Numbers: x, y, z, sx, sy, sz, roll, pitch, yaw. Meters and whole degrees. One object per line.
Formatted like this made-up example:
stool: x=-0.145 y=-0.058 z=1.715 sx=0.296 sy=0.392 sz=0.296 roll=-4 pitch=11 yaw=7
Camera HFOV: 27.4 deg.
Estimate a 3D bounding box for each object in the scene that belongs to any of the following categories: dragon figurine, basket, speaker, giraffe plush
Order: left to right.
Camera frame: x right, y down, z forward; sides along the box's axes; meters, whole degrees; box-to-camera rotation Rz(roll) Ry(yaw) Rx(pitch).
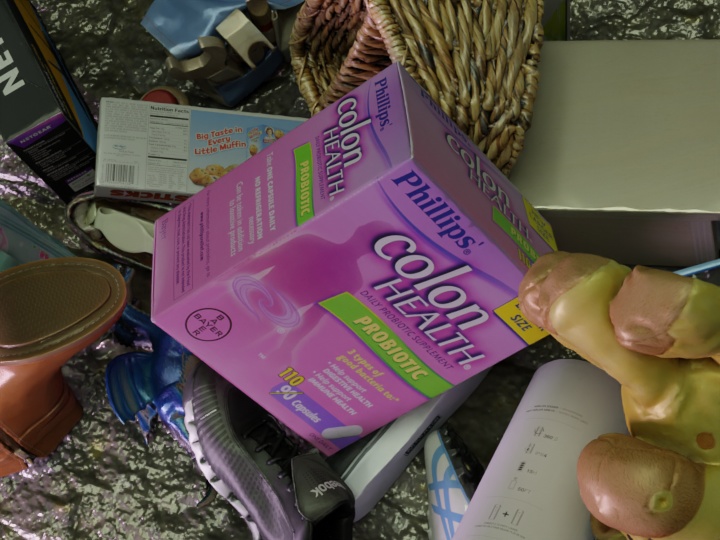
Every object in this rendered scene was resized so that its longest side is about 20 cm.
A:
dragon figurine: x=-0.145 y=0.088 z=1.065 sx=0.099 sy=0.059 sz=0.200 roll=-11 pitch=64 yaw=9
basket: x=0.024 y=-0.118 z=1.016 sx=0.149 sy=0.200 sz=0.143 roll=12 pitch=74 yaw=-11
speaker: x=0.111 y=0.149 z=0.928 sx=0.081 sy=0.081 sz=0.200 roll=18 pitch=49 yaw=17
giraffe plush: x=0.179 y=0.090 z=0.842 sx=0.200 sy=0.173 sz=0.162 roll=16 pitch=90 yaw=-11

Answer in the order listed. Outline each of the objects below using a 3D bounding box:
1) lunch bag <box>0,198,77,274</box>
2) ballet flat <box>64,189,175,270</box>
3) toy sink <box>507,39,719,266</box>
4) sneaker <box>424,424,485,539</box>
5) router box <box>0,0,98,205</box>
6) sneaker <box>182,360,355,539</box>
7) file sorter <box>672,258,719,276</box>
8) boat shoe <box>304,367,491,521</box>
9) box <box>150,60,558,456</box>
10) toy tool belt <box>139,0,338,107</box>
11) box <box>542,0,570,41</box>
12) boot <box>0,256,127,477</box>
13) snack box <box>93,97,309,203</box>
lunch bag: x=-0.290 y=-0.022 z=1.059 sx=0.160 sy=0.200 sz=0.077 roll=18 pitch=79 yaw=25
ballet flat: x=-0.127 y=-0.016 z=1.086 sx=0.200 sy=0.071 sz=0.069 roll=15 pitch=99 yaw=11
toy sink: x=0.205 y=-0.079 z=1.032 sx=0.200 sy=0.112 sz=0.131 roll=1 pitch=70 yaw=17
sneaker: x=0.067 y=0.199 z=0.980 sx=0.072 sy=0.072 sz=0.200 roll=-22 pitch=62 yaw=18
router box: x=-0.258 y=-0.152 z=1.128 sx=0.051 sy=0.149 sz=0.200 roll=-30 pitch=68 yaw=0
sneaker: x=-0.048 y=0.143 z=0.985 sx=0.090 sy=0.066 sz=0.200 roll=-27 pitch=86 yaw=41
file sorter: x=0.255 y=0.099 z=0.950 sx=0.139 sy=0.123 sz=0.200 roll=-16 pitch=68 yaw=5
boat shoe: x=0.033 y=0.079 z=1.032 sx=0.068 sy=0.072 sz=0.200 roll=39 pitch=88 yaw=20
box: x=0.000 y=0.000 z=0.935 sx=0.200 sy=0.176 sz=0.097 roll=-31 pitch=39 yaw=21
toy tool belt: x=-0.109 y=-0.189 z=1.126 sx=0.200 sy=0.123 sz=0.125 roll=-45 pitch=68 yaw=-7
box: x=0.090 y=-0.254 z=1.117 sx=0.060 sy=0.117 sz=0.200 roll=-23 pitch=66 yaw=-2
boot: x=-0.226 y=0.078 z=1.032 sx=0.200 sy=0.155 sz=0.077 roll=-33 pitch=58 yaw=2
snack box: x=-0.095 y=-0.082 z=1.095 sx=0.200 sy=0.024 sz=0.072 roll=5 pitch=69 yaw=-13
